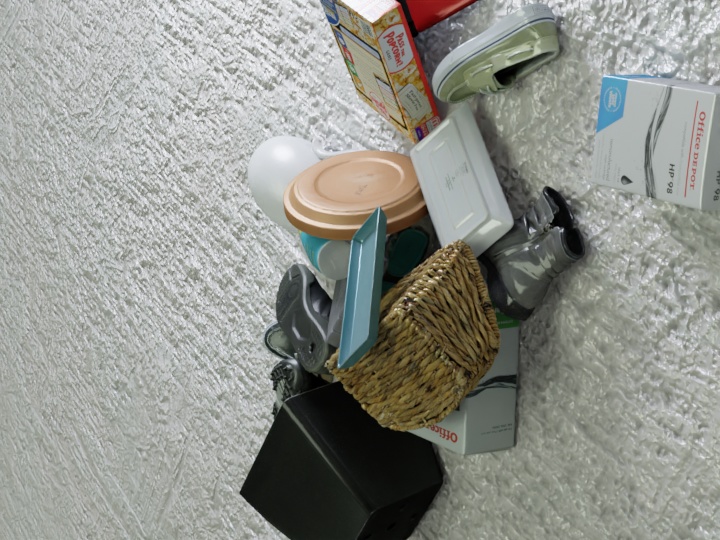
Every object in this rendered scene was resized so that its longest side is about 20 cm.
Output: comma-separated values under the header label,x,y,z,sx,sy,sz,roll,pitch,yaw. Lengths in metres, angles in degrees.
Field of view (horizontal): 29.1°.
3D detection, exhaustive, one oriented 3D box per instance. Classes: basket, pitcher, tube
label,x,y,z,sx,sy,sz,roll,pitch,yaw
basket,0.082,0.083,1.619,0.143,0.149,0.200,45,142,-4
pitcher,-0.059,-0.122,1.929,0.200,0.121,0.172,43,117,33
tube,-0.050,-0.026,1.788,0.200,0.050,0.078,-151,42,-76

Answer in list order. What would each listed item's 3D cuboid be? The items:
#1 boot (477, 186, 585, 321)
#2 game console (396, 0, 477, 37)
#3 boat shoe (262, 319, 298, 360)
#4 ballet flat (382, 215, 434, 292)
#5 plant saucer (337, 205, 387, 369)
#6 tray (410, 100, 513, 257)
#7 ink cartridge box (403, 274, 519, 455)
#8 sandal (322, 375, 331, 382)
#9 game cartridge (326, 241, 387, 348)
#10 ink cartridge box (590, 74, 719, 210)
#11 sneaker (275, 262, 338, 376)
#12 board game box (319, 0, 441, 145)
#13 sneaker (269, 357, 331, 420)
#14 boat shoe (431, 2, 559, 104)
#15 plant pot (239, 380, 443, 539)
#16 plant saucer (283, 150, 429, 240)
label,x,y,z,sx,sy,sz,roll,pitch,yaw
boot,0.186,-0.052,1.613,0.132,0.069,0.201,-53,48,31
game console,0.075,-0.383,1.774,0.173,0.118,0.202,88,167,-72
boat shoe,-0.056,0.105,1.900,0.198,0.068,0.074,13,98,25
ballet flat,0.047,-0.004,1.830,0.072,0.071,0.201,60,137,33
plant saucer,0.005,0.020,1.591,0.070,0.019,0.201,-48,28,43
tray,0.113,-0.102,1.652,0.107,0.022,0.201,-40,48,30
ink cartridge box,0.120,0.111,1.701,0.146,0.083,0.202,15,106,56
sandal,-0.055,0.126,1.980,0.069,0.077,0.214,27,123,50
game cartridge,0.000,0.000,1.767,0.200,0.038,0.130,-82,12,-61
ink cartridge box,0.325,-0.128,1.379,0.199,0.066,0.117,21,110,54
sneaker,-0.042,0.073,1.829,0.076,0.114,0.200,-54,38,18
board game box,0.022,-0.272,1.746,0.151,0.046,0.201,45,165,44
sneaker,-0.071,0.163,1.858,0.201,0.090,0.067,98,149,-59
boat shoe,0.154,-0.240,1.622,0.200,0.072,0.063,-34,63,50
plant pot,-0.011,0.274,1.833,0.178,0.199,0.201,51,133,26
plant saucer,-0.001,-0.102,1.756,0.200,0.199,0.033,37,144,48
